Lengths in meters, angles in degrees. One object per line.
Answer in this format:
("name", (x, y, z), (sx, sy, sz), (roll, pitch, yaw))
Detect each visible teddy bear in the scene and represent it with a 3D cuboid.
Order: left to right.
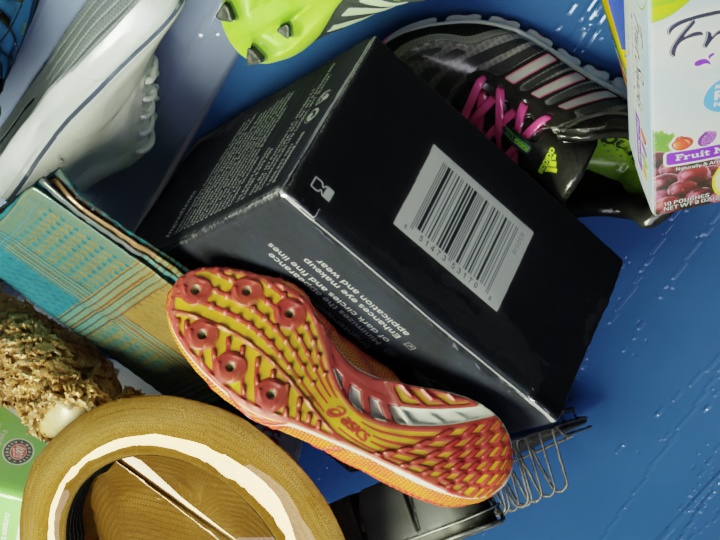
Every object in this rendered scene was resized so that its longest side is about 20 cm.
("teddy bear", (-0.201, 0.044, 1.046), (0.145, 0.200, 0.067), (17, 99, -41))

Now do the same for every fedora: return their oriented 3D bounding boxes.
("fedora", (-0.091, 0.154, 0.989), (0.200, 0.082, 0.201), (3, 105, 12))

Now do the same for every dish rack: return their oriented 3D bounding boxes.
("dish rack", (0.053, 0.139, 1.072), (0.153, 0.200, 0.055), (-26, 80, 33))

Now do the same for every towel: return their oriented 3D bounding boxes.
("towel", (-0.120, 0.022, 0.979), (0.200, 0.022, 0.147), (37, 152, -18))

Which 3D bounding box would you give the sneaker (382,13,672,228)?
("sneaker", (0.099, -0.078, 0.973), (0.199, 0.088, 0.074), (20, 125, -6))

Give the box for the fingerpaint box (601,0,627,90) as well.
("fingerpaint box", (0.220, -0.143, 0.865), (0.199, 0.074, 0.167), (-18, 149, 9))

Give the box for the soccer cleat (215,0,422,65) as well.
("soccer cleat", (0.009, -0.165, 0.909), (0.200, 0.081, 0.068), (-19, 106, 38))

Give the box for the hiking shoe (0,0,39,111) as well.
("hiking shoe", (-0.219, -0.092, 0.960), (0.074, 0.087, 0.200), (30, 87, -50))

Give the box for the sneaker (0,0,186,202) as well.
("sneaker", (-0.144, -0.101, 1.006), (0.071, 0.073, 0.200), (28, 133, -23))

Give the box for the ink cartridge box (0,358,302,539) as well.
("ink cartridge box", (-0.147, 0.137, 1.117), (0.199, 0.146, 0.084), (15, 126, -3))

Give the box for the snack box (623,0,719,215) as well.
("snack box", (0.191, -0.112, 0.784), (0.142, 0.053, 0.200), (-13, 146, 1))

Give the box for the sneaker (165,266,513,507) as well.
("sneaker", (-0.017, 0.068, 0.912), (0.200, 0.073, 0.077), (34, 160, -3))

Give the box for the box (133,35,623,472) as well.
("box", (0.000, 0.000, 0.978), (0.197, 0.118, 0.200), (40, 148, -20))
